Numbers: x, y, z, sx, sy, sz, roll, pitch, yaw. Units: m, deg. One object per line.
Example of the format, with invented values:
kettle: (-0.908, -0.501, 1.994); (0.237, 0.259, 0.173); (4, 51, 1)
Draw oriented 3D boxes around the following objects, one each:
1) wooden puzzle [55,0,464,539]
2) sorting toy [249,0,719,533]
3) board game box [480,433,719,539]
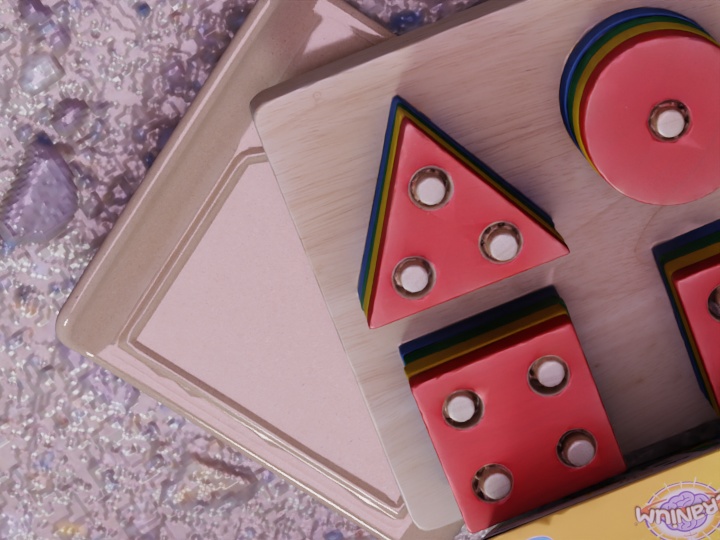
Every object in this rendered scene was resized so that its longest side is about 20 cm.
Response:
wooden puzzle: (0.000, 0.000, 1.165); (0.200, 0.037, 0.185); (31, 102, -12)
sorting toy: (0.084, -0.008, 1.113); (0.199, 0.070, 0.199); (-21, 109, 1)
board game box: (0.150, 0.088, 1.121); (0.199, 0.153, 0.040); (-22, 86, 6)
